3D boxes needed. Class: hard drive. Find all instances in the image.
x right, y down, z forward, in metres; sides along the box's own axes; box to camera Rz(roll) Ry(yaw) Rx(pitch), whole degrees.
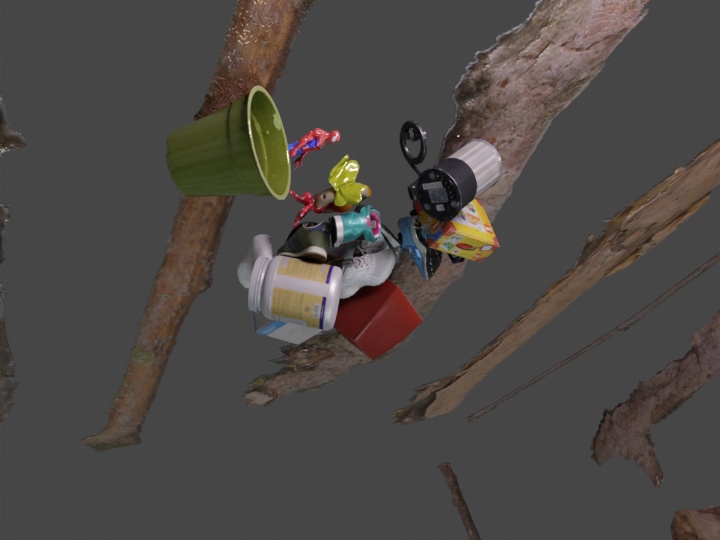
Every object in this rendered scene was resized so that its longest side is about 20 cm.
[{"bbox_3d":[-0.086,-0.046,1.558,0.130,0.027,0.199,17,135,-43],"label":"hard drive"}]

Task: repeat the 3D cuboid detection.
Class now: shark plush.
[{"bbox_3d":[0.092,-0.056,1.630,0.082,0.091,0.204,-12,133,-46],"label":"shark plush"}]

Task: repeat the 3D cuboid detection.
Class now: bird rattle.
[{"bbox_3d":[-0.060,-0.157,1.334,0.198,0.115,0.161,-32,162,29],"label":"bird rattle"}]

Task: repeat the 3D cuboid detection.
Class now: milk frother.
[{"bbox_3d":[0.191,-0.246,1.289,0.187,0.177,0.205,-36,132,-39],"label":"milk frother"}]

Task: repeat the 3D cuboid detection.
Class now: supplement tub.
[{"bbox_3d":[-0.146,0.048,1.341,0.194,0.149,0.147,11,147,2],"label":"supplement tub"}]

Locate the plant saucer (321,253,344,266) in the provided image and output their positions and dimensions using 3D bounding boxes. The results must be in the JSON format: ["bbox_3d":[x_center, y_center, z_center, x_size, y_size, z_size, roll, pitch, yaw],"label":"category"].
[{"bbox_3d":[-0.131,0.009,1.508,0.197,0.037,0.201,-31,170,-6],"label":"plant saucer"}]

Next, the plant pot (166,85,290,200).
[{"bbox_3d":[-0.249,-0.215,1.084,0.184,0.205,0.201,-9,151,11],"label":"plant pot"}]

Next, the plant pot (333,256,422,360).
[{"bbox_3d":[0.019,0.116,1.599,0.177,0.198,0.200,-49,140,-9],"label":"plant pot"}]

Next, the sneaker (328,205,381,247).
[{"bbox_3d":[-0.011,-0.103,1.365,0.117,0.086,0.200,-8,-177,-7],"label":"sneaker"}]

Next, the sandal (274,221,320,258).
[{"bbox_3d":[-0.152,-0.056,1.480,0.057,0.081,0.200,-19,163,-49],"label":"sandal"}]

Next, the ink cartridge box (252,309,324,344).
[{"bbox_3d":[-0.192,0.115,1.657,0.124,0.131,0.198,-30,147,26],"label":"ink cartridge box"}]

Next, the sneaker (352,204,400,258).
[{"bbox_3d":[0.017,-0.076,1.479,0.115,0.076,0.200,-44,142,5],"label":"sneaker"}]

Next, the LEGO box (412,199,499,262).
[{"bbox_3d":[0.242,-0.120,1.482,0.196,0.152,0.077,13,139,-39],"label":"LEGO box"}]

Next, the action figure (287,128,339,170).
[{"bbox_3d":[-0.134,-0.243,1.196,0.195,0.053,0.065,-21,170,3],"label":"action figure"}]

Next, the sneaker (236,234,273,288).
[{"bbox_3d":[-0.262,0.016,1.484,0.072,0.118,0.201,-2,147,-25],"label":"sneaker"}]

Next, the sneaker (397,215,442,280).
[{"bbox_3d":[0.153,-0.065,1.547,0.078,0.088,0.203,-44,129,-31],"label":"sneaker"}]

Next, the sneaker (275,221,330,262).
[{"bbox_3d":[-0.128,-0.068,1.385,0.066,0.092,0.198,23,165,-32],"label":"sneaker"}]

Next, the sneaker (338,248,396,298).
[{"bbox_3d":[0.000,0.000,1.472,0.197,0.076,0.087,-29,133,17],"label":"sneaker"}]

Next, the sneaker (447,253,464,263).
[{"bbox_3d":[0.234,-0.082,1.572,0.197,0.114,0.073,17,135,-43],"label":"sneaker"}]
